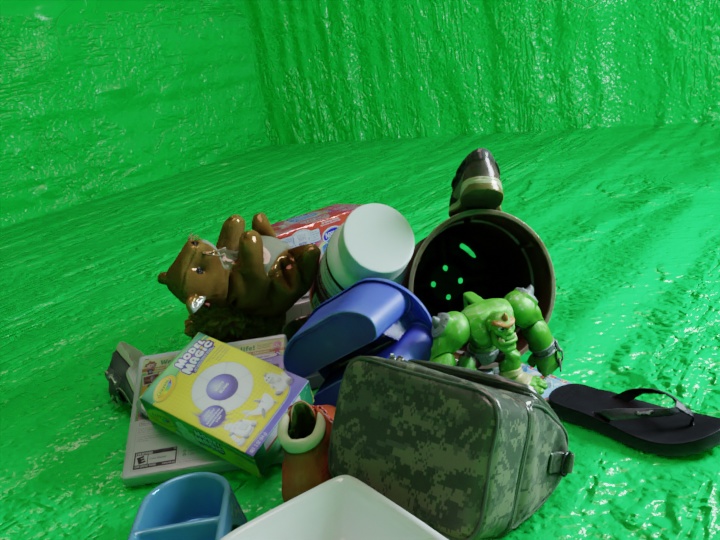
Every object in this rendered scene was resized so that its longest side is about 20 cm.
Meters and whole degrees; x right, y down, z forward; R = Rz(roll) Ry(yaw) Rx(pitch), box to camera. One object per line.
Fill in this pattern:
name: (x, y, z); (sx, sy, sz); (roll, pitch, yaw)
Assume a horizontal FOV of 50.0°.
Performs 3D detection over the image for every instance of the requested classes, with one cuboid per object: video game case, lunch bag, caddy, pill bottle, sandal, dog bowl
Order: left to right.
dog bowl: (-0.166, 0.257, 0.719); (0.109, 0.051, 0.200); (-9, 18, -1)
video game case: (-0.183, 0.166, 0.943); (0.195, 0.022, 0.184); (-9, 44, 1)
pill bottle: (0.000, 0.000, 1.044); (0.112, 0.116, 0.201); (-15, -19, -21)
caddy: (0.001, 0.097, 0.950); (0.198, 0.143, 0.105); (-30, 8, 37)
lunch bag: (0.087, 0.164, 0.750); (0.197, 0.143, 0.166); (9, -4, 41)
sandal: (0.291, 0.152, 0.834); (0.198, 0.044, 0.075); (8, 24, 43)

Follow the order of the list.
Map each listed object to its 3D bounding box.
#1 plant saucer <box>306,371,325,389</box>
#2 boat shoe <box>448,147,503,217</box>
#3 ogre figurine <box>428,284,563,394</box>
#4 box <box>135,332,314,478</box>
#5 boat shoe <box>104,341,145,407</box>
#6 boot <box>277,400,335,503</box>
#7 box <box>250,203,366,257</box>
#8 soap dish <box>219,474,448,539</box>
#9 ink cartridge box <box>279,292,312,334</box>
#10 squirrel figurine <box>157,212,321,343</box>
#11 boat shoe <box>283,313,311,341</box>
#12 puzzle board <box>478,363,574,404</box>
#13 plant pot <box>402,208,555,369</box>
plant saucer: (-0.108, 0.155, 1.077); (0.196, 0.019, 0.070); (-15, 18, -15)
boat shoe: (0.155, -0.109, 1.021); (0.070, 0.068, 0.201); (3, -7, 4)
ogre figurine: (0.149, 0.093, 0.909); (0.195, 0.123, 0.098); (-10, 16, -2)
box: (-0.166, 0.148, 0.910); (0.197, 0.049, 0.118); (17, 49, 27)
boat shoe: (-0.325, 0.169, 1.104); (0.062, 0.072, 0.199); (-54, 33, -1)
boot: (-0.046, 0.176, 0.825); (0.073, 0.110, 0.200); (-9, 15, 5)
box: (-0.079, -0.036, 1.243); (0.198, 0.102, 0.095); (-22, 19, -36)
soap dish: (-0.012, 0.252, 0.601); (0.155, 0.083, 0.199); (-20, 20, -31)
ink cartridge box: (-0.058, 0.059, 1.242); (0.196, 0.085, 0.147); (-13, 16, -11)
squirrel figurine: (-0.179, 0.030, 1.052); (0.185, 0.203, 0.141); (-13, 40, -44)
boat shoe: (-0.025, 0.089, 1.148); (0.196, 0.073, 0.065); (-14, -20, -21)
puzzle board: (0.143, 0.153, 0.954); (0.197, 0.018, 0.150); (-17, 19, -27)
plant pot: (0.143, 0.022, 1.080); (0.196, 0.205, 0.198); (-11, 2, -8)
